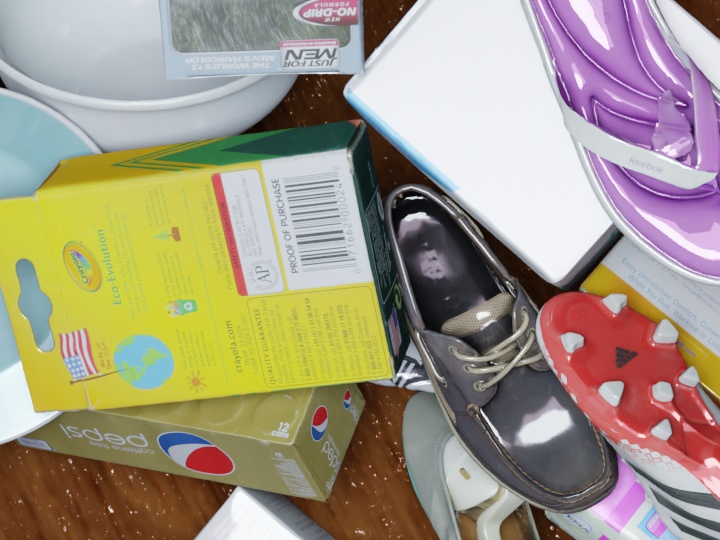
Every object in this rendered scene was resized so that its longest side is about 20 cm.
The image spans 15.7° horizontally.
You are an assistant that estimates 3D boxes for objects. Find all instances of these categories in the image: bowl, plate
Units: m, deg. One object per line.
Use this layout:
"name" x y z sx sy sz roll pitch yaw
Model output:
"bowl" -0.114 -0.124 1.430 0.201 0.201 0.091 6 134 7
"plate" -0.216 -0.002 1.368 0.200 0.026 0.201 -5 107 -16

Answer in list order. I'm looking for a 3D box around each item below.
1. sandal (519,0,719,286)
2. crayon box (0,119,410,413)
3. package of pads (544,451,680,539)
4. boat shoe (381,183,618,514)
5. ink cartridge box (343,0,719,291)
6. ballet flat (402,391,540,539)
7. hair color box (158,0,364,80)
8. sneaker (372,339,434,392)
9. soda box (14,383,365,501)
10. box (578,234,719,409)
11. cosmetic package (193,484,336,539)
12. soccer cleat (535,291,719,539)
"sandal" 0.133 -0.079 1.239 0.082 0.050 0.203 -33 85 4
"crayon box" -0.084 0.000 1.337 0.199 0.051 0.127 -6 112 14
"package of pads" 0.220 0.101 1.395 0.154 0.068 0.200 39 77 5
"boat shoe" 0.062 0.039 1.352 0.074 0.073 0.200 -36 72 -2
"ink cartridge box" 0.100 -0.090 1.369 0.147 0.200 0.146 42 93 5
"ballet flat" 0.078 0.144 1.408 0.067 0.064 0.200 2 59 -33
"hair color box" -0.049 -0.169 1.338 0.099 0.200 0.061 -2 122 0
"sneaker" 0.000 0.000 1.442 0.199 0.075 0.115 11 93 10
"soda box" -0.103 0.068 1.420 0.200 0.064 0.068 8 59 24
"box" 0.220 -0.022 1.373 0.119 0.041 0.200 39 75 9
"cosmetic package" -0.020 0.220 1.441 0.200 0.081 0.113 41 94 5
"soccer cleat" 0.161 0.093 1.317 0.200 0.085 0.069 40 57 9
